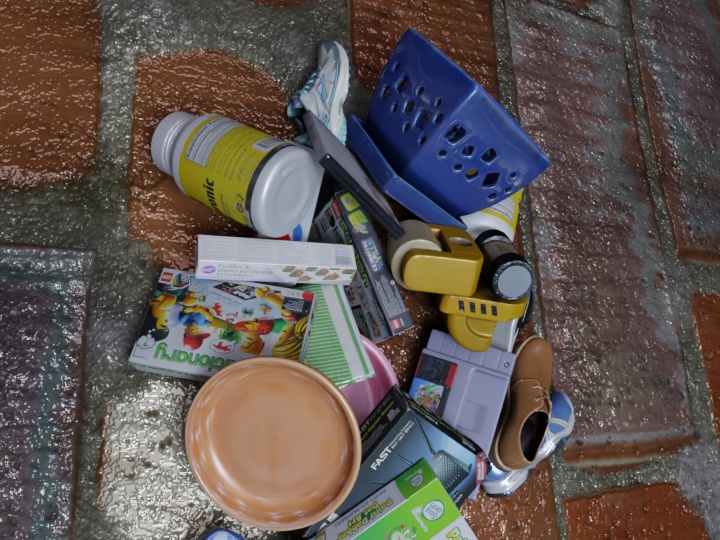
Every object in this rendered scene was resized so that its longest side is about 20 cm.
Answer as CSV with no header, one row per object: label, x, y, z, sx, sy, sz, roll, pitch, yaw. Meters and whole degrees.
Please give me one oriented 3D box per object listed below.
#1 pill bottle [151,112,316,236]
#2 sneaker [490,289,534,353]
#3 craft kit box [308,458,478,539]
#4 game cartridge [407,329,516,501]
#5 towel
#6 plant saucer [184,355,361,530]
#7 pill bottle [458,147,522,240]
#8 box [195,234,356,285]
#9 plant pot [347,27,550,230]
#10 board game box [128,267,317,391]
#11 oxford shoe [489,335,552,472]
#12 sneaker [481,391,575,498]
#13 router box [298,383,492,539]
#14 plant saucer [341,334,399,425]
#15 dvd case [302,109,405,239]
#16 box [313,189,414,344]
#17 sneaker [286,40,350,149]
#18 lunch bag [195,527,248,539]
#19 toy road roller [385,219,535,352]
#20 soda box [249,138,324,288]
pill bottle,-0.162,-0.128,0.768,0.199,0.112,0.112,27,60,24
sneaker,0.213,0.100,0.929,0.073,0.112,0.202,25,93,29
craft kit box,0.046,0.351,0.717,0.197,0.049,0.201,-35,113,-6
game cartridge,0.124,0.191,0.840,0.128,0.038,0.202,17,73,13
towel,-0.098,0.098,0.766,0.198,0.023,0.154,-17,63,-9
plant saucer,-0.095,0.189,0.686,0.198,0.037,0.202,1,101,6
pill bottle,0.188,-0.090,0.952,0.110,0.111,0.202,23,67,-15
box,-0.104,-0.012,0.767,0.198,0.039,0.042,2,54,-20
plant pot,0.108,-0.180,0.861,0.199,0.180,0.201,29,22,-41
board game box,-0.162,0.073,0.746,0.198,0.035,0.127,9,62,5
oxford shoe,0.239,0.178,0.845,0.071,0.071,0.201,28,62,-14
sneaker,0.239,0.237,0.895,0.199,0.076,0.077,-36,95,-29
router box,0.040,0.260,0.744,0.149,0.062,0.201,37,94,-22
plant saucer,-0.044,0.175,0.806,0.199,0.051,0.203,6,73,-21
dvd case,-0.013,-0.129,0.797,0.018,0.200,0.143,-42,118,12
box,0.000,0.000,0.844,0.034,0.110,0.202,-19,83,-24
sneaker,-0.064,-0.258,0.915,0.085,0.078,0.202,6,72,-18
lunch bag,-0.167,0.399,0.670,0.161,0.082,0.200,43,62,-3
toy road roller,0.126,0.024,0.824,0.198,0.123,0.147,9,112,-7
soda box,-0.104,-0.073,0.848,0.068,0.064,0.202,18,68,-16
